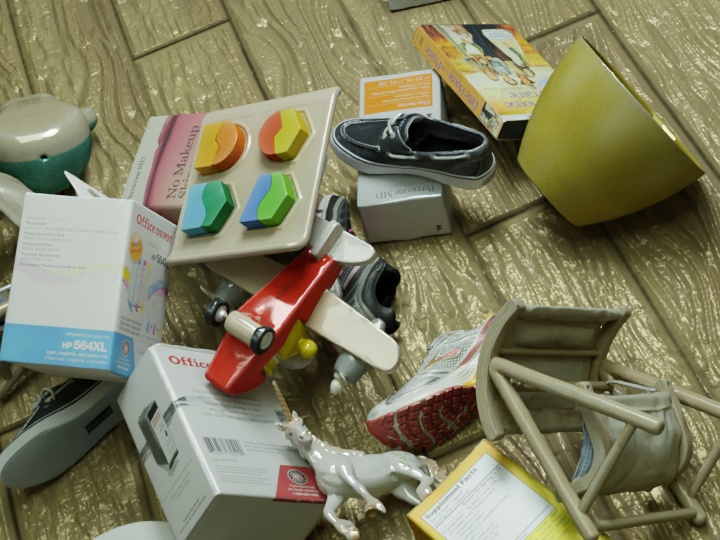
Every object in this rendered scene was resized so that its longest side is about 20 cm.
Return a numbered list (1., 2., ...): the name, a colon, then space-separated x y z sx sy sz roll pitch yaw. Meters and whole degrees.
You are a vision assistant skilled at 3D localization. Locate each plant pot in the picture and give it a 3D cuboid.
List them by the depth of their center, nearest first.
1. plant pot: 0.254 -0.133 1.607 0.142 0.200 0.201 -42 50 14

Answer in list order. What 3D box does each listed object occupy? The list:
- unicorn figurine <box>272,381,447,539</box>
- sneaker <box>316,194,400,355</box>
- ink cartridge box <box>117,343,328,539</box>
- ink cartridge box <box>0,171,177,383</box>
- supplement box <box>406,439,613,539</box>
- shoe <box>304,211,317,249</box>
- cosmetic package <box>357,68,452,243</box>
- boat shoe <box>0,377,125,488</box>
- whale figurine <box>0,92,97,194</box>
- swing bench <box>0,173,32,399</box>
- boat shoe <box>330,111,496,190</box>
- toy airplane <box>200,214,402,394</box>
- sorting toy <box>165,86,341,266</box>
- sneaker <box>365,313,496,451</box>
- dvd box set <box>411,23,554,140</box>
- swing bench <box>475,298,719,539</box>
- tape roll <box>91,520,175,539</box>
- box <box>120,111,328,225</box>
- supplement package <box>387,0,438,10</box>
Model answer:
1. unicorn figurine: 0.001 0.199 1.441 0.074 0.199 0.138 -58 35 19
2. sneaker: 0.000 0.000 1.631 0.087 0.074 0.201 -13 56 6
3. ink cartridge box: -0.138 0.178 1.477 0.083 0.146 0.201 -55 45 26
4. ink cartridge box: -0.277 0.008 1.539 0.124 0.129 0.202 5 81 15
5. supplement box: 0.154 0.270 1.356 0.109 0.110 0.200 -41 54 -17
6. shoe: -0.099 -0.090 1.747 0.070 0.053 0.200 -41 47 8
7. cosmetic package: 0.051 -0.135 1.721 0.100 0.072 0.201 -7 52 9
8. boat shoe: -0.318 0.153 1.598 0.199 0.074 0.068 -42 51 -20
9. whale figurine: -0.406 -0.161 1.864 0.158 0.105 0.200 -15 26 -13
10. swing bench: -0.411 -0.002 1.697 0.200 0.130 0.198 -41 54 -18
11. boat shoe: 0.053 -0.144 1.636 0.198 0.068 0.072 17 59 25
12. toy airplane: -0.066 0.040 1.530 0.197 0.142 0.201 -9 49 -2
13. sorting toy: -0.116 -0.102 1.548 0.184 0.036 0.202 -6 58 35
14. sneaker: 0.089 0.114 1.524 0.199 0.078 0.082 -28 47 -19
15. dvd box set: 0.168 -0.224 1.739 0.145 0.030 0.200 -6 43 -32
16. swing bench: 0.227 0.132 1.368 0.200 0.198 0.131 42 115 36
17. tape roll: -0.208 0.346 1.421 0.200 0.071 0.204 -7 52 9
18. box: -0.155 -0.101 1.681 0.198 0.109 0.129 0 63 35
19. supplement package: 0.074 -0.458 1.934 0.116 0.117 0.201 -10 51 7
